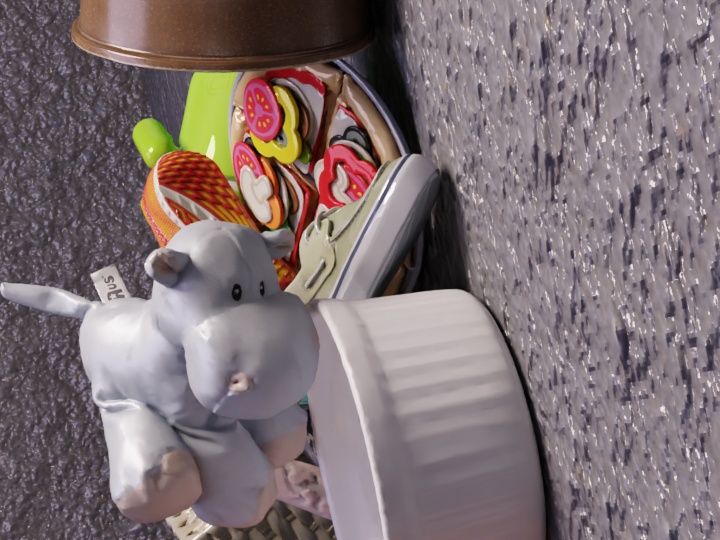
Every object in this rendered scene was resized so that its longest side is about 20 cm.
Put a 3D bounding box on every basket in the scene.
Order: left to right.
[{"bbox_3d":[-0.073,0.238,1.413,0.201,0.135,0.123,55,174,-28],"label":"basket"}]

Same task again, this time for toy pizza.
[{"bbox_3d":[-0.033,-0.056,1.080,0.200,0.032,0.202,31,134,38],"label":"toy pizza"}]

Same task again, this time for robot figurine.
[{"bbox_3d":[-0.084,-0.085,1.234,0.115,0.174,0.202,-23,55,61],"label":"robot figurine"}]

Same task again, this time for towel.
[{"bbox_3d":[-0.034,0.159,1.162,0.191,0.198,0.033,145,145,-80],"label":"towel"}]

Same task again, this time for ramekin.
[{"bbox_3d":[0.036,0.107,0.939,0.200,0.097,0.203,169,90,-79],"label":"ramekin"}]

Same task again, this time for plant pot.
[{"bbox_3d":[-0.087,-0.247,1.013,0.200,0.198,0.200,-125,33,-65],"label":"plant pot"}]

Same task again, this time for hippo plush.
[{"bbox_3d":[-0.082,0.038,0.963,0.161,0.158,0.201,-47,65,39],"label":"hippo plush"}]

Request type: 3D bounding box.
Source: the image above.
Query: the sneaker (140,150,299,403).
[{"bbox_3d":[-0.091,0.010,1.134,0.201,0.072,0.077,63,154,15],"label":"sneaker"}]

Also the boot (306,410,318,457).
[{"bbox_3d":[-0.037,0.042,1.322,0.154,0.073,0.205,72,-167,-51],"label":"boot"}]

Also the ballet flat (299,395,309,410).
[{"bbox_3d":[0.006,0.069,1.122,0.199,0.063,0.068,2,110,49],"label":"ballet flat"}]

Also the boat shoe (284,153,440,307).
[{"bbox_3d":[-0.011,-0.006,1.007,0.062,0.072,0.201,35,136,6],"label":"boat shoe"}]
